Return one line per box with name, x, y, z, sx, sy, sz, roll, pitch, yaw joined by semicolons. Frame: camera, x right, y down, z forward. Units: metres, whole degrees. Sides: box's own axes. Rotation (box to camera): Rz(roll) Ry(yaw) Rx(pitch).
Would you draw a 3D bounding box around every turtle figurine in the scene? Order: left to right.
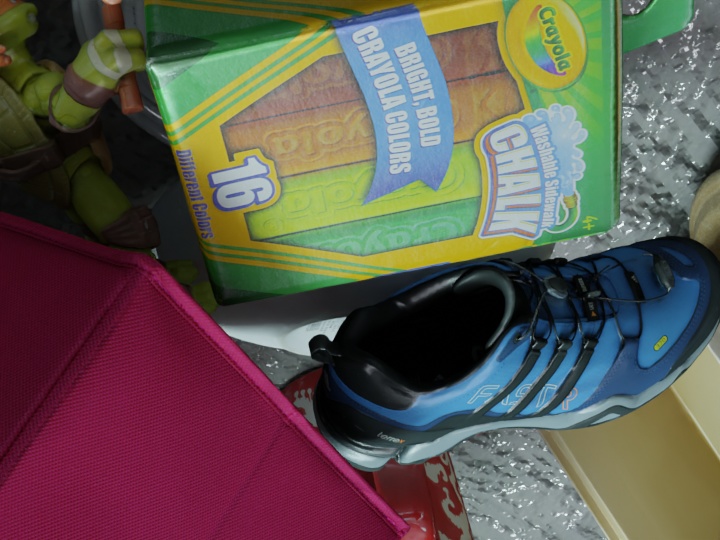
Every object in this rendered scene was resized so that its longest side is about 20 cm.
turtle figurine;-0.115;-0.048;0.593;0.064;0.199;0.162;-37;111;-24

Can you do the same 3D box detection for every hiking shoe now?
hiking shoe;0.076;0.029;0.640;0.199;0.075;0.087;-21;154;-12

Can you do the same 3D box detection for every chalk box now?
chalk box;0.029;-0.086;0.542;0.198;0.124;0.125;-11;136;1

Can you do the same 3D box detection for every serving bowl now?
serving bowl;0.000;0.000;0.710;0.198;0.066;0.200;-4;163;-1

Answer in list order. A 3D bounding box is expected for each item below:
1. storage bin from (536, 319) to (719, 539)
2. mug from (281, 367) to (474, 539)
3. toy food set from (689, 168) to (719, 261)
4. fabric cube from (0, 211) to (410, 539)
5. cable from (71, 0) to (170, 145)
storage bin;0.208;0.107;0.778;0.093;0.199;0.200;-32;175;-24
mug;0.019;0.148;0.830;0.133;0.201;0.178;19;129;-27
toy food set;0.259;0.009;0.762;0.049;0.199;0.199;-48;142;-20
fabric cube;-0.139;0.109;0.562;0.195;0.200;0.200;16;156;42
cable;-0.022;-0.129;0.629;0.198;0.070;0.201;-6;136;-4
